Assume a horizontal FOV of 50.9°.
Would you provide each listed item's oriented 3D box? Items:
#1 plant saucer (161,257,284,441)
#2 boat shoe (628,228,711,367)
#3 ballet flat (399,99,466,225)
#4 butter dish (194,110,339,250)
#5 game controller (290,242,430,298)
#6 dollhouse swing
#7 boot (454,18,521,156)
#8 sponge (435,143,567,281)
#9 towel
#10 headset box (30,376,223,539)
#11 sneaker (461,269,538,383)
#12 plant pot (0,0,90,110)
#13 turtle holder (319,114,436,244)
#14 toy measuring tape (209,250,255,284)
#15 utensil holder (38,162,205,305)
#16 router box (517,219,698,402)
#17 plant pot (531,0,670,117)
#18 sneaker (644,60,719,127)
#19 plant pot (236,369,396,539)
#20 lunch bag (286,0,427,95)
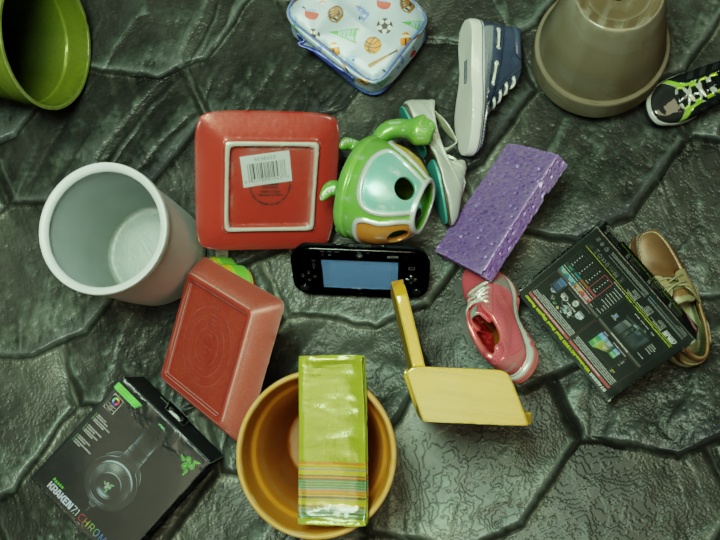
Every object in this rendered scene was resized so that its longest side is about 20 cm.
[{"bbox_3d":[-0.201,0.103,1.031,0.199,0.036,0.202,25,101,43],"label":"plant saucer"},{"bbox_3d":[0.445,0.036,1.069,0.075,0.074,0.202,-20,82,-1],"label":"boat shoe"},{"bbox_3d":[0.120,-0.168,1.119,0.069,0.069,0.202,-20,79,0],"label":"ballet flat"},{"bbox_3d":[-0.141,-0.144,1.090,0.198,0.148,0.201,-2,117,-16],"label":"butter dish"},{"bbox_3d":[0.000,0.000,1.082,0.197,0.105,0.043,2,60,3],"label":"game controller"},{"bbox_3d":[0.128,0.109,1.010,0.179,0.200,0.178,1,82,3],"label":"dollhouse swing"},{"bbox_3d":[0.195,-0.270,1.126,0.089,0.073,0.203,2,93,-16],"label":"boot"},{"bbox_3d":[0.199,-0.088,1.084,0.030,0.111,0.201,37,85,-36],"label":"sponge"},{"bbox_3d":[-0.034,0.204,0.911,0.085,0.018,0.203,-1,82,2],"label":"towel"},{"bbox_3d":[-0.318,0.271,1.063,0.174,0.093,0.200,43,86,7],"label":"headset box"},{"bbox_3d":[0.177,0.055,1.034,0.074,0.086,0.201,-41,43,24],"label":"sneaker"},{"bbox_3d":[-0.541,-0.344,1.119,0.191,0.200,0.203,5,82,15],"label":"plant pot"},{"bbox_3d":[0.040,-0.120,1.072,0.131,0.142,0.186,18,50,22],"label":"turtle holder"},{"bbox_3d":[-0.188,-0.012,1.104,0.073,0.074,0.203,-1,82,2],"label":"toy measuring tape"},{"bbox_3d":[-0.316,-0.040,1.047,0.168,0.200,0.172,-1,82,5],"label":"utensil holder"},{"bbox_3d":[0.339,0.055,1.044,0.150,0.062,0.201,-43,81,29],"label":"router box"},{"bbox_3d":[0.346,-0.343,1.064,0.198,0.174,0.202,-2,77,9],"label":"plant pot"},{"bbox_3d":[0.512,-0.276,1.102,0.198,0.083,0.072,-23,82,0],"label":"sneaker"},{"bbox_3d":[-0.050,0.235,1.010,0.198,0.183,0.203,0,82,3],"label":"plant pot"},{"bbox_3d":[-0.010,-0.372,1.145,0.199,0.076,0.161,38,88,6],"label":"lunch bag"}]
